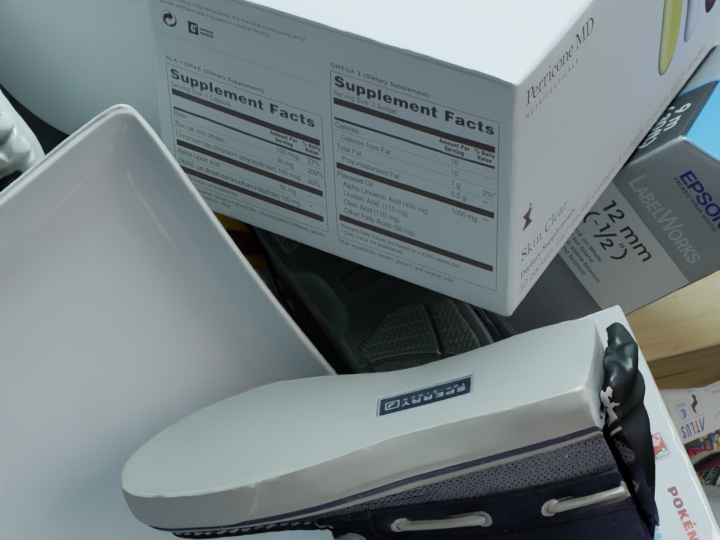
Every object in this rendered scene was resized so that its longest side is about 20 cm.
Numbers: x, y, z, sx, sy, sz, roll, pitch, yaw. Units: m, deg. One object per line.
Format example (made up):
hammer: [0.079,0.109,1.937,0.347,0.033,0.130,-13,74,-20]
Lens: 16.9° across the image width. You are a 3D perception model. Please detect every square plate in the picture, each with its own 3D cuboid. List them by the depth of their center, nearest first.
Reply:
square plate: [-0.111,0.067,0.928,0.198,0.028,0.200,-37,112,0]

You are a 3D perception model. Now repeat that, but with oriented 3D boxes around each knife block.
knife block: [0.194,0.003,1.180,0.200,0.175,0.064,1,69,-44]

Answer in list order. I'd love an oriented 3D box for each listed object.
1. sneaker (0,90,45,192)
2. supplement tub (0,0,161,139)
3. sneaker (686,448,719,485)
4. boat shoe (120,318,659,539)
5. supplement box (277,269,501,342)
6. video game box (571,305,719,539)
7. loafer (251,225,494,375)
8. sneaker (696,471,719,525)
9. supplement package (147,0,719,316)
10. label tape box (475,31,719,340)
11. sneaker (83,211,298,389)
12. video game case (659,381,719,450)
sneaker: [-0.188,-0.096,0.944,0.200,0.075,0.081,48,35,-30]
supplement tub: [-0.069,-0.157,1.037,0.132,0.132,0.200,58,46,-17]
sneaker: [0.152,0.137,1.169,0.200,0.075,0.081,-36,106,-44]
boat shoe: [0.016,0.088,0.889,0.075,0.199,0.093,-71,144,-59]
supplement box: [0.048,-0.047,1.136,0.110,0.086,0.200,46,41,-23]
video game box: [0.100,0.129,1.007,0.047,0.200,0.183,-21,78,-17]
loafer: [0.000,0.000,0.993,0.063,0.072,0.200,81,-14,-58]
sneaker: [0.129,0.125,1.086,0.076,0.200,0.088,28,89,-47]
supplement package: [0.037,-0.104,0.947,0.200,0.155,0.111,-51,150,-40]
label tape box: [0.147,-0.055,1.022,0.066,0.200,0.143,50,40,-11]
sneaker: [-0.047,0.026,1.002,0.200,0.075,0.090,43,43,-27]
video game case: [0.137,0.119,1.239,0.200,0.036,0.182,-17,91,-47]
